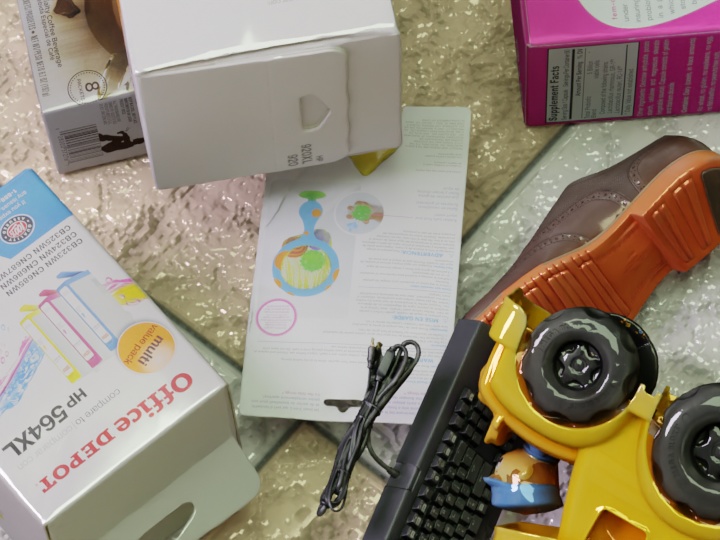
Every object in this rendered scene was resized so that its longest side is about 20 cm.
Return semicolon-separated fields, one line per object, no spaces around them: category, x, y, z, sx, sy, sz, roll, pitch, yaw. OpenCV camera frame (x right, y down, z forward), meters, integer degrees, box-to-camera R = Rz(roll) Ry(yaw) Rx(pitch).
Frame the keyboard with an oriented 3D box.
keyboard;0.030;0.116;1.580;0.021;0.127;0.200;-4;56;50

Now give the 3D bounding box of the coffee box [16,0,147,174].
coffee box;-0.095;-0.142;1.729;0.200;0.080;0.113;-14;64;-4

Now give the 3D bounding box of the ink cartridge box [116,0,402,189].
ink cartridge box;-0.064;-0.171;1.616;0.144;0.147;0.200;-11;67;-3

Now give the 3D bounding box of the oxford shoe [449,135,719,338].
oxford shoe;0.124;-0.003;1.670;0.200;0.071;0.073;-35;34;-7

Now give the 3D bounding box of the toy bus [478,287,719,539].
toy bus;0.132;0.127;1.559;0.200;0.136;0.192;29;95;11

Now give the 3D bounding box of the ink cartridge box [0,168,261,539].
ink cartridge box;-0.158;0.073;1.600;0.129;0.125;0.200;-38;67;-15

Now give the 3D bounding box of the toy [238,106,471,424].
toy;0.000;0.000;1.673;0.115;0.047;0.200;2;66;7

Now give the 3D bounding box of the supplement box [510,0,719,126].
supplement box;0.188;-0.156;1.711;0.200;0.103;0.101;-4;64;0
